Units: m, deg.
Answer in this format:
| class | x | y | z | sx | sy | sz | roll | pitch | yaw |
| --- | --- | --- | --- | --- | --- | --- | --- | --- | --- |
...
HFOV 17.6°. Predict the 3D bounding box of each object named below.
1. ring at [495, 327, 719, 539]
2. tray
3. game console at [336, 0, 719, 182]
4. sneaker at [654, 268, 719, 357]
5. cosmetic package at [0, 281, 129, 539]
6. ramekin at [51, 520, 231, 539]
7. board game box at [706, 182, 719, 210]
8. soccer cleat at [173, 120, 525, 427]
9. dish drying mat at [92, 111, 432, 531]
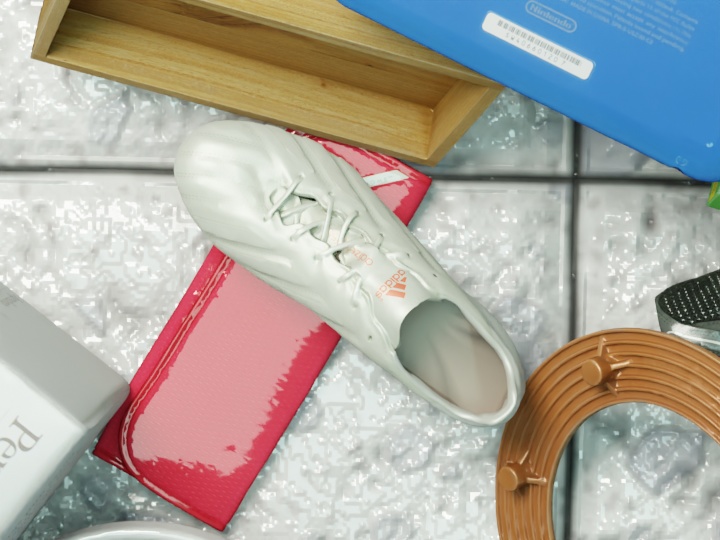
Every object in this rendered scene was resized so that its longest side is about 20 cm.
| class | x | y | z | sx | sy | sz | roll | pitch | yaw |
| --- | --- | --- | --- | --- | --- | --- | --- | --- | --- |
| ring | 0.131 | 0.125 | 1.064 | 0.019 | 0.200 | 0.201 | -13 | 94 | -42 |
| tray | -0.041 | -0.105 | 1.059 | 0.200 | 0.099 | 0.037 | 15 | 67 | -13 |
| game console | 0.111 | -0.161 | 0.997 | 0.200 | 0.118 | 0.171 | 27 | 110 | 5 |
| sneaker | 0.228 | -0.011 | 1.089 | 0.200 | 0.080 | 0.086 | -17 | 124 | -10 |
| cosmetic package | -0.236 | 0.063 | 1.050 | 0.200 | 0.165 | 0.165 | 38 | 93 | -1 |
| ramekin | -0.100 | 0.212 | 1.094 | 0.200 | 0.105 | 0.200 | 0 | 93 | 0 |
| board game box | 0.246 | -0.106 | 1.051 | 0.134 | 0.029 | 0.200 | 16 | 78 | 1 |
| soccer cleat | 0.000 | 0.000 | 1.079 | 0.200 | 0.078 | 0.069 | 39 | 92 | -10 |
| dish drying mat | -0.048 | 0.023 | 1.127 | 0.077 | 0.018 | 0.200 | 31 | 92 | -3 |
